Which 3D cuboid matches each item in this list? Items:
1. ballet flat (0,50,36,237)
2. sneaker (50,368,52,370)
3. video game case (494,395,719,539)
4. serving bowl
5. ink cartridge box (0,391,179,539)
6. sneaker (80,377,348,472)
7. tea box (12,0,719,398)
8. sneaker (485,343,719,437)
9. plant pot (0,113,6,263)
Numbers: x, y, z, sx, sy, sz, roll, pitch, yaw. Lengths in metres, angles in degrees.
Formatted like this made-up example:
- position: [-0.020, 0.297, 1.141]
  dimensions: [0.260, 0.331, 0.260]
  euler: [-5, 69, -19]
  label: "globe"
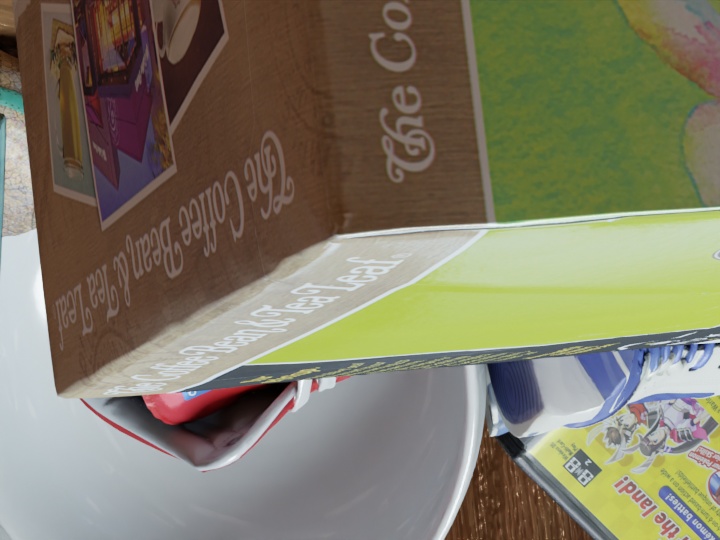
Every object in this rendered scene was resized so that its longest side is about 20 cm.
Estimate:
- position: [-0.168, -0.032, 0.854]
  dimensions: [0.199, 0.069, 0.067]
  euler: [-19, 148, 36]
  label: "ballet flat"
- position: [-0.132, 0.033, 1.045]
  dimensions: [0.199, 0.073, 0.112]
  euler: [13, 155, 7]
  label: "sneaker"
- position: [0.178, 0.064, 1.094]
  dimensions: [0.200, 0.181, 0.026]
  euler: [44, -177, -33]
  label: "video game case"
- position: [-0.045, 0.029, 0.933]
  dimensions: [0.199, 0.201, 0.066]
  euler: [-9, -169, 21]
  label: "serving bowl"
- position: [-0.111, 0.157, 0.991]
  dimensions: [0.146, 0.201, 0.083]
  euler: [15, 156, -17]
  label: "ink cartridge box"
- position: [0.000, 0.000, 0.795]
  dimensions: [0.199, 0.072, 0.112]
  euler: [-23, -174, 35]
  label: "sneaker"
- position: [0.047, -0.058, 0.502]
  dimensions: [0.195, 0.135, 0.200]
  euler: [-5, 173, -20]
  label: "tea box"
- position: [0.096, 0.009, 0.936]
  dimensions: [0.114, 0.081, 0.199]
  euler: [-13, 176, -1]
  label: "sneaker"
- position: [-0.216, 0.024, 0.768]
  dimensions: [0.199, 0.142, 0.142]
  euler: [14, 151, -2]
  label: "plant pot"
